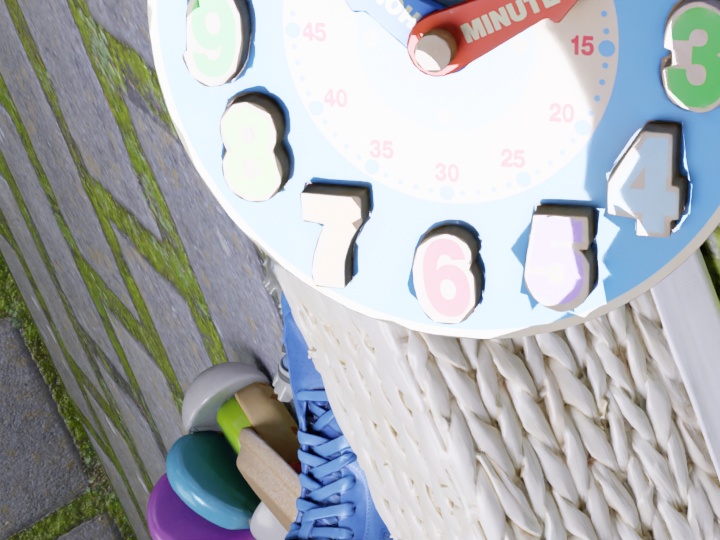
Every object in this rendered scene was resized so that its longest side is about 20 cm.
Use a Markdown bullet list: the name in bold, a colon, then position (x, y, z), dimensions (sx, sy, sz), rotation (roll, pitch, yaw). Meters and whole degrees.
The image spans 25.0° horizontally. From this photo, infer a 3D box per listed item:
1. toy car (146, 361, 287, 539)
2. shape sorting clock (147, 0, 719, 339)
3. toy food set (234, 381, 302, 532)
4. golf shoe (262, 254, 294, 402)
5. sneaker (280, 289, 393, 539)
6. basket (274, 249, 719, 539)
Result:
- **toy car**: position (-0.107, 0.192, 1.355), dimensions (0.175, 0.149, 0.201), rotation (52, 162, 30)
- **shape sorting clock**: position (0.026, -0.070, 0.492), dimensions (0.201, 0.199, 0.039), rotation (64, -155, -11)
- **toy food set**: position (0.000, 0.160, 0.943), dimensions (0.199, 0.049, 0.200), rotation (54, 168, -27)
- **golf shoe**: position (0.000, 0.000, 0.859), dimensions (0.200, 0.078, 0.098), rotation (-107, 39, -64)
- **sneaker**: position (-0.008, 0.103, 0.717), dimensions (0.076, 0.111, 0.201), rotation (3, 121, 53)
- **basket**: position (0.068, 0.057, 0.634), dimensions (0.201, 0.123, 0.135), rotation (65, 164, -16)
